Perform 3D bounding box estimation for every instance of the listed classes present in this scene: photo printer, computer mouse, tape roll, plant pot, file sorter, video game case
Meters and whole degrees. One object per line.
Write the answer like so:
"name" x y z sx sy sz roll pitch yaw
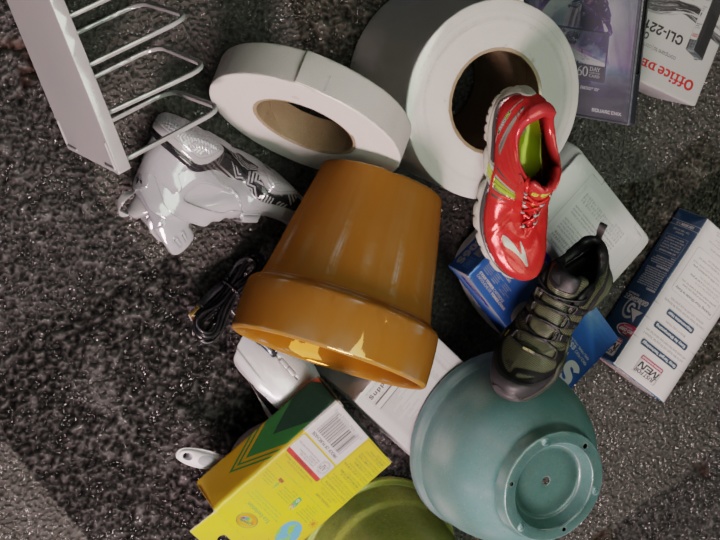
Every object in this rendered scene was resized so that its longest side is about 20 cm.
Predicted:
"photo printer" 0.206 -0.018 1.835 0.200 0.069 0.166 -48 120 -6
"computer mouse" -0.089 0.088 1.706 0.110 0.044 0.201 -47 114 -27
"tape roll" 0.104 -0.185 1.694 0.201 0.139 0.205 -8 109 -24
"plant pot" -0.006 -0.001 1.616 0.199 0.200 0.185 22 81 -30
"plant pot" 0.167 0.200 1.715 0.198 0.134 0.203 -8 110 -23
"file sorter" -0.230 -0.215 1.518 0.124 0.138 0.202 -28 116 -20
"video game case" 0.234 -0.264 1.741 0.019 0.142 0.202 -17 115 -53
"plant pot" 0.056 0.351 1.802 0.198 0.184 0.203 -7 108 -25
"tape roll" -0.048 -0.152 1.591 0.202 0.202 0.037 32 70 -30

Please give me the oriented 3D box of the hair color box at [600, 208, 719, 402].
"hair color box" 0.364 0.040 1.937 0.100 0.060 0.201 35 87 -30

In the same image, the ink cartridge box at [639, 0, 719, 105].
"ink cartridge box" 0.328 -0.298 1.805 0.143 0.084 0.202 18 97 -31

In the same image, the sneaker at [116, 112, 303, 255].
"sneaker" -0.146 -0.067 1.643 0.199 0.075 0.115 29 99 -35

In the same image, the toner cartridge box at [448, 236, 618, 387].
"toner cartridge box" 0.188 0.035 1.775 0.095 0.043 0.200 -45 120 -9

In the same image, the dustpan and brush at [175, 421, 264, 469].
"dustpan and brush" -0.115 0.206 1.743 0.198 0.057 0.141 19 96 -30

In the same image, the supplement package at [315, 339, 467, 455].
"supplement package" 0.066 0.136 1.786 0.114 0.109 0.200 -49 120 -6

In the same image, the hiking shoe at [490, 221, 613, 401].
"hiking shoe" 0.190 0.039 1.678 0.201 0.075 0.101 -55 156 -26

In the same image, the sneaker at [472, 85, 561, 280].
"sneaker" 0.160 -0.079 1.625 0.076 0.085 0.202 -13 113 -22

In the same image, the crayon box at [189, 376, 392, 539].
"crayon box" -0.079 0.218 1.708 0.200 0.051 0.127 -41 133 -3
